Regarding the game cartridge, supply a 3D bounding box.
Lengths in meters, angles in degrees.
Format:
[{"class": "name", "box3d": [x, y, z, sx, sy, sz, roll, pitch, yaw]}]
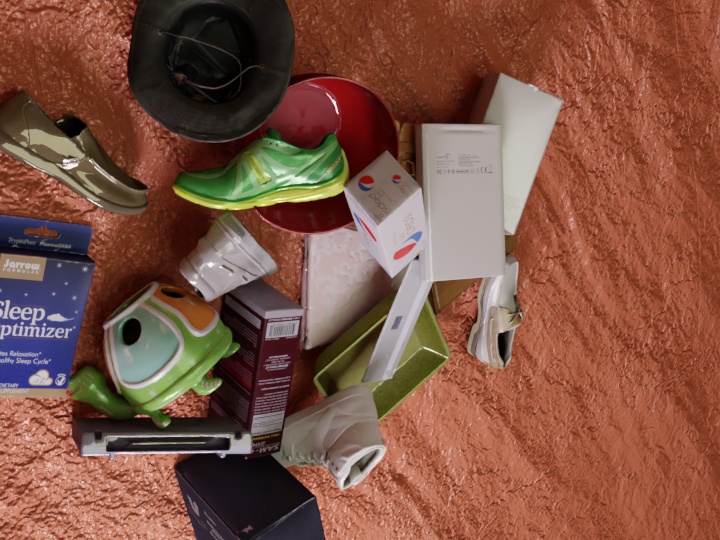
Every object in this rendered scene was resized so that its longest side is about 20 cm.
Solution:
[{"class": "game cartridge", "box3d": [-0.240, 0.199, 1.158, 0.196, 0.129, 0.039, 3, 84, -22]}]

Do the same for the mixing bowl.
[{"class": "mixing bowl", "box3d": [-0.062, -0.158, 1.168, 0.196, 0.109, 0.203, -10, 125, -15]}]

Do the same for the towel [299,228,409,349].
[{"class": "towel", "box3d": [0.000, 0.000, 1.357, 0.197, 0.032, 0.195, -14, 117, -35]}]

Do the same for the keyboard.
[{"class": "keyboard", "box3d": [0.054, 0.070, 1.329, 0.055, 0.011, 0.203, 1, 121, -38]}]

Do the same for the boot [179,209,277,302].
[{"class": "boot", "box3d": [-0.162, -0.008, 1.157, 0.095, 0.074, 0.200, -42, 167, -3]}]

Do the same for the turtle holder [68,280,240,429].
[{"class": "turtle holder", "box3d": [-0.245, 0.096, 1.148, 0.133, 0.184, 0.141, 52, 38, -15]}]

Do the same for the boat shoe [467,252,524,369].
[{"class": "boat shoe", "box3d": [0.223, 0.064, 1.511, 0.074, 0.068, 0.203, -28, 138, -36]}]

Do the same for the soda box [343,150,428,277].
[{"class": "soda box", "box3d": [0.035, -0.062, 1.152, 0.068, 0.064, 0.200, -40, 163, -6]}]

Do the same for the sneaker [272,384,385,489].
[{"class": "sneaker", "box3d": [-0.057, 0.252, 1.320, 0.198, 0.117, 0.074, -33, 141, 17]}]

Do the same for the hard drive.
[{"class": "hard drive", "box3d": [0.135, -0.092, 1.290, 0.130, 0.026, 0.205, -4, 94, -29]}]

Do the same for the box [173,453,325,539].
[{"class": "box", "box3d": [-0.137, 0.356, 1.292, 0.116, 0.196, 0.203, -27, 124, -27]}]

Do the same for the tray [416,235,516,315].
[{"class": "tray", "box3d": [0.159, -0.030, 1.448, 0.199, 0.037, 0.100, -36, 129, -31]}]

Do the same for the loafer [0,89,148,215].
[{"class": "loafer", "box3d": [-0.301, -0.123, 1.029, 0.199, 0.076, 0.068, 29, 97, -43]}]

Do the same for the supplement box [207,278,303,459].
[{"class": "supplement box", "box3d": [-0.138, 0.125, 1.248, 0.060, 0.108, 0.204, -3, 112, -38]}]

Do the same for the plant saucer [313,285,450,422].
[{"class": "plant saucer", "box3d": [0.026, 0.126, 1.393, 0.199, 0.048, 0.201, -40, 142, -10]}]

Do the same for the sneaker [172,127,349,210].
[{"class": "sneaker", "box3d": [-0.112, -0.114, 1.078, 0.196, 0.074, 0.085, -9, 100, -9]}]

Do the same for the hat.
[{"class": "hat", "box3d": [-0.163, -0.235, 1.075, 0.196, 0.081, 0.205, 1, 84, -6]}]

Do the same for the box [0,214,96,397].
[{"class": "box", "box3d": [-0.369, 0.044, 1.079, 0.120, 0.032, 0.204, 6, 104, -40]}]

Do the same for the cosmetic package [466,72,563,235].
[{"class": "cosmetic package", "box3d": [0.197, -0.164, 1.371, 0.106, 0.085, 0.203, 21, 90, -12]}]

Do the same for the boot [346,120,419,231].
[{"class": "boot", "box3d": [0.067, -0.117, 1.302, 0.197, 0.073, 0.158, 13, 87, -37]}]
